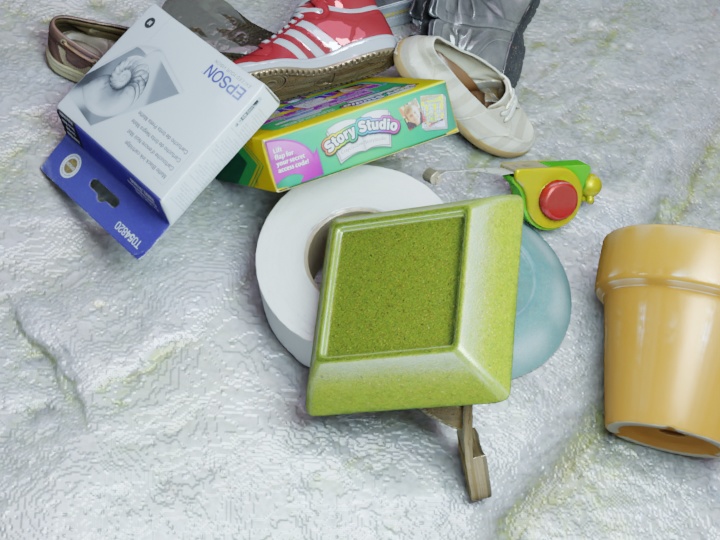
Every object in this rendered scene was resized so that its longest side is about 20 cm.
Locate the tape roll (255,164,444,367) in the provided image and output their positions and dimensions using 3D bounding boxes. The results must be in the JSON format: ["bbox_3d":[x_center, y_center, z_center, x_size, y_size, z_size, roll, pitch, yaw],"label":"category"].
[{"bbox_3d":[0.000,0.000,1.454,0.201,0.071,0.204,-1,64,3],"label":"tape roll"}]

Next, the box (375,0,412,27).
[{"bbox_3d":[0.011,-0.367,1.686,0.158,0.048,0.201,-18,67,-21],"label":"box"}]

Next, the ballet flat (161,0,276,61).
[{"bbox_3d":[-0.119,-0.238,1.598,0.199,0.046,0.068,21,69,5],"label":"ballet flat"}]

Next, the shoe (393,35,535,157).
[{"bbox_3d":[0.120,-0.181,1.560,0.200,0.053,0.070,32,54,-33],"label":"shoe"}]

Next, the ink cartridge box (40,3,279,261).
[{"bbox_3d":[-0.204,-0.137,1.435,0.200,0.041,0.199,-50,52,-3],"label":"ink cartridge box"}]

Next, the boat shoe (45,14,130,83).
[{"bbox_3d":[-0.225,-0.215,1.541,0.199,0.072,0.072,19,60,-2],"label":"boat shoe"}]

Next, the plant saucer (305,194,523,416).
[{"bbox_3d":[0.039,0.022,1.333,0.199,0.048,0.201,-7,61,27],"label":"plant saucer"}]

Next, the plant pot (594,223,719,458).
[{"bbox_3d":[0.314,0.076,1.450,0.199,0.200,0.184,15,76,-4],"label":"plant pot"}]

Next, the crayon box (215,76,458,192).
[{"bbox_3d":[-0.032,-0.137,1.487,0.199,0.172,0.059,-21,106,-21],"label":"crayon box"}]

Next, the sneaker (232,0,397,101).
[{"bbox_3d":[-0.067,-0.242,1.538,0.199,0.071,0.113,-15,74,-20],"label":"sneaker"}]

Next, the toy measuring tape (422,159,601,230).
[{"bbox_3d":[0.158,-0.075,1.548,0.199,0.074,0.074,-4,63,-20],"label":"toy measuring tape"}]

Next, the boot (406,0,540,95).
[{"bbox_3d":[0.123,-0.295,1.619,0.131,0.070,0.201,21,68,-29],"label":"boot"}]

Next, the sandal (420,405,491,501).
[{"bbox_3d":[0.069,0.120,1.381,0.069,0.078,0.213,-12,109,-1],"label":"sandal"}]

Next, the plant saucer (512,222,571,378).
[{"bbox_3d":[0.122,0.012,1.515,0.200,0.039,0.202,5,61,-9],"label":"plant saucer"}]
